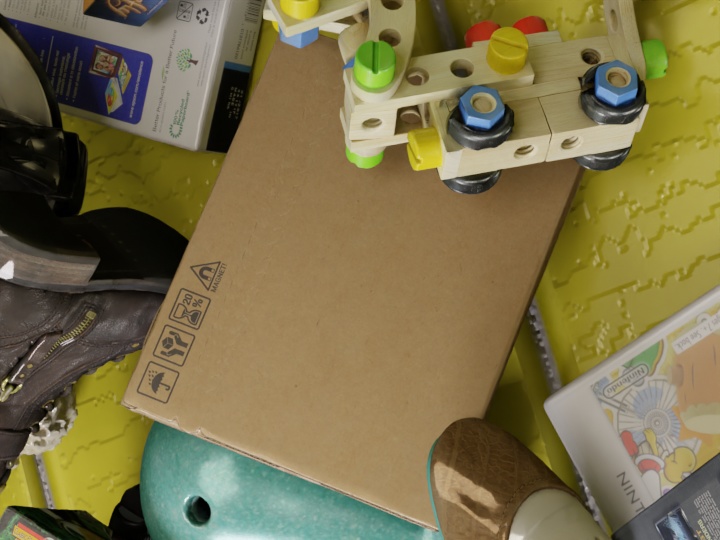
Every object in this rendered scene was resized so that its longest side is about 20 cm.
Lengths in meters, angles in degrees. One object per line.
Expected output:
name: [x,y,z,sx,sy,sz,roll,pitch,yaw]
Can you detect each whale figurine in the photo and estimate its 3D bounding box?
whale figurine: [-0.020,0.115,0.814,0.199,0.104,0.160,18,105,28]

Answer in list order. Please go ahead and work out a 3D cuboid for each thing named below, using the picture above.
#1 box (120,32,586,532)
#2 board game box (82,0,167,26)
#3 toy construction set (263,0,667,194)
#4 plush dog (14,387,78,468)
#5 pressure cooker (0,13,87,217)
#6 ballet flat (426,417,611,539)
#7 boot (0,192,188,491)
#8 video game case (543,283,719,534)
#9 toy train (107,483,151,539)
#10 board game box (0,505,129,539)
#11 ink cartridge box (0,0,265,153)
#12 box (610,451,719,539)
box: [0.000,0.000,0.786,0.162,0.021,0.201,20,78,11]
board game box: [-0.096,-0.241,0.845,0.135,0.034,0.202,-25,61,59]
toy construction set: [0.061,-0.107,0.758,0.199,0.092,0.132,-18,60,2]
plush dog: [-0.285,0.097,0.942,0.199,0.171,0.162,25,103,29]
pressure cooker: [-0.251,-0.062,0.864,0.199,0.176,0.179,-4,122,55]
ballet flat: [0.094,0.155,0.733,0.072,0.068,0.201,-4,109,58]
boot: [-0.163,0.054,0.842,0.069,0.199,0.175,46,111,39]
video game case: [0.199,0.086,0.726,0.200,0.023,0.183,-37,72,27]
toy train: [-0.140,0.209,0.925,0.034,0.046,0.201,23,102,30]
board game box: [-0.079,0.174,0.826,0.199,0.105,0.024,29,89,13]
ink cartridge box: [-0.146,-0.134,0.935,0.199,0.039,0.100,18,100,29]
box: [0.194,0.155,0.646,0.201,0.051,0.158,62,150,17]
